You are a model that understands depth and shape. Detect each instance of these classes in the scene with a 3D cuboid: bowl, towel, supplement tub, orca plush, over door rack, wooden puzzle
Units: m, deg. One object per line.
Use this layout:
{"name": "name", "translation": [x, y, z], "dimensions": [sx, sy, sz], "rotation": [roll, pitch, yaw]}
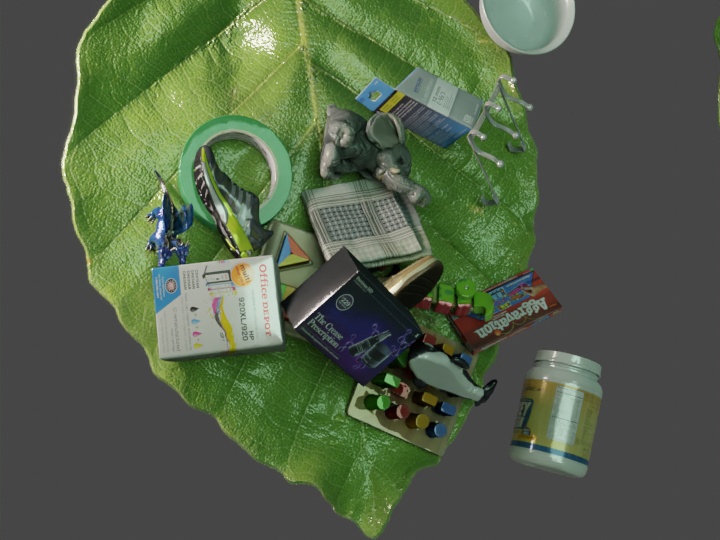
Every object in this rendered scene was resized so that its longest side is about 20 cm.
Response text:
{"name": "bowl", "translation": [0.307, -0.502, 1.823], "dimensions": [0.197, 0.090, 0.205], "rotation": [2, 82, -17]}
{"name": "towel", "translation": [0.013, -0.087, 1.661], "dimensions": [0.196, 0.035, 0.194], "rotation": [-8, 50, -18]}
{"name": "supplement tub", "translation": [0.356, 0.259, 1.705], "dimensions": [0.142, 0.145, 0.203], "rotation": [18, 77, -13]}
{"name": "orca plush", "translation": [0.154, 0.159, 1.618], "dimensions": [0.197, 0.105, 0.072], "rotation": [20, 47, -25]}
{"name": "over door rack", "translation": [0.262, -0.232, 1.712], "dimensions": [0.066, 0.201, 0.149], "rotation": [17, 63, 28]}
{"name": "wooden puzzle", "translation": [-0.091, 0.026, 1.658], "dimensions": [0.197, 0.046, 0.188], "rotation": [20, 77, -13]}

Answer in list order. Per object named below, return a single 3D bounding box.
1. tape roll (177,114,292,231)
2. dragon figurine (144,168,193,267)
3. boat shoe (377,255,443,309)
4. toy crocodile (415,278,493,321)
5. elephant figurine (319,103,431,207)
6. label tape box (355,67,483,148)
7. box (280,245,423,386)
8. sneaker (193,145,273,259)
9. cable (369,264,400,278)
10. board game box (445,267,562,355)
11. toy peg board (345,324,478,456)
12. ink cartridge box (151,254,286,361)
{"name": "tape roll", "translation": [-0.219, -0.166, 1.646], "dimensions": [0.197, 0.048, 0.204], "rotation": [2, 82, -16]}
{"name": "dragon figurine", "translation": [-0.315, -0.086, 1.570], "dimensions": [0.058, 0.099, 0.203], "rotation": [17, 61, -31]}
{"name": "boat shoe", "translation": [0.053, 0.035, 1.636], "dimensions": [0.199, 0.072, 0.076], "rotation": [-40, 51, 3]}
{"name": "toy crocodile", "translation": [0.144, 0.050, 1.696], "dimensions": [0.196, 0.068, 0.063], "rotation": [11, 54, -3]}
{"name": "elephant figurine", "translation": [0.031, -0.207, 1.684], "dimensions": [0.196, 0.141, 0.158], "rotation": [9, 95, -8]}
{"name": "label tape box", "translation": [0.104, -0.307, 1.708], "dimensions": [0.198, 0.143, 0.067], "rotation": [27, 77, -11]}
{"name": "box", "translation": [-0.011, 0.078, 1.531], "dimensions": [0.141, 0.079, 0.200], "rotation": [-43, 131, 5]}
{"name": "sneaker", "translation": [-0.217, -0.119, 1.586], "dimensions": [0.080, 0.074, 0.203], "rotation": [-28, 98, -24]}
{"name": "cable", "translation": [0.000, 0.000, 1.670], "dimensions": [0.199, 0.050, 0.098], "rotation": [-35, 123, -28]}
{"name": "board game box", "translation": [0.264, 0.074, 1.743], "dimensions": [0.198, 0.020, 0.104], "rotation": [-24, 60, -18]}
{"name": "toy peg board", "translation": [0.105, 0.198, 1.665], "dimensions": [0.197, 0.098, 0.203], "rotation": [25, 77, -11]}
{"name": "ink cartridge box", "translation": [-0.226, 0.065, 1.542], "dimensions": [0.196, 0.145, 0.150], "rotation": [-6, 83, -3]}
